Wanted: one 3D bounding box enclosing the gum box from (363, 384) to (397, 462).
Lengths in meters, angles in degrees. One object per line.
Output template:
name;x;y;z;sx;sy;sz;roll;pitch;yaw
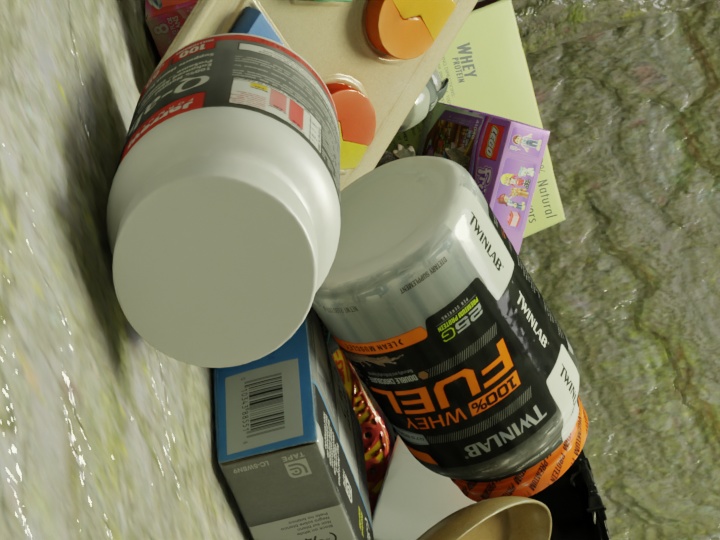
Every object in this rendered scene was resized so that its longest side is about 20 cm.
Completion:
gum box;-0.018;0.070;1.355;0.114;0.065;0.202;57;19;-71

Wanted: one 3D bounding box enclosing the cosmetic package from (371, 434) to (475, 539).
cosmetic package;0.062;0.145;1.250;0.201;0.073;0.102;-67;159;-43

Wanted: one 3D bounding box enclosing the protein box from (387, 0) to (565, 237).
protein box;0.036;-0.107;1.513;0.135;0.198;0.201;25;-46;64

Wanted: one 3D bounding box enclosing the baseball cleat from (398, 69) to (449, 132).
baseball cleat;-0.026;-0.175;1.380;0.106;0.199;0.070;-46;167;-49

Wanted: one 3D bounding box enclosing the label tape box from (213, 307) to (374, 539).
label tape box;-0.030;0.129;1.092;0.145;0.063;0.201;-97;170;-51

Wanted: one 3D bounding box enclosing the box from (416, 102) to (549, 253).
box;0.074;-0.023;1.396;0.137;0.039;0.202;26;-77;63

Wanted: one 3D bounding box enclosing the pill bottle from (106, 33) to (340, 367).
pill bottle;-0.066;-0.038;0.900;0.200;0.115;0.117;-93;166;-67

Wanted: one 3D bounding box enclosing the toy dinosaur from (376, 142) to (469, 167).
toy dinosaur;0.041;-0.033;1.357;0.201;0.076;0.102;63;-34;13

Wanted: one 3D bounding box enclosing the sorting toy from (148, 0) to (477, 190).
sorting toy;-0.020;-0.141;1.120;0.036;0.186;0.200;30;-3;44

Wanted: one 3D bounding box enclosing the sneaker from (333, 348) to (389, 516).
sneaker;-0.025;0.087;1.236;0.077;0.072;0.202;-177;-106;-85

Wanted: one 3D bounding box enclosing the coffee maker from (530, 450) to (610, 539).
coffee maker;0.105;0.223;1.507;0.193;0.198;0.136;72;3;-50

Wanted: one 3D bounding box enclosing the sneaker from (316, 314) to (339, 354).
sneaker;-0.044;-0.020;1.133;0.077;0.091;0.201;37;-27;41

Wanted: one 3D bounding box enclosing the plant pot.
plant pot;0.040;0.213;1.096;0.027;0.200;0.200;39;-12;27

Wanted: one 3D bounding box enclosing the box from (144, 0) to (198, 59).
box;-0.067;-0.124;1.207;0.095;0.102;0.201;-100;172;-52

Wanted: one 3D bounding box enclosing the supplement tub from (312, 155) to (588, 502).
supplement tub;0.056;0.040;1.097;0.201;0.122;0.123;56;14;-29
